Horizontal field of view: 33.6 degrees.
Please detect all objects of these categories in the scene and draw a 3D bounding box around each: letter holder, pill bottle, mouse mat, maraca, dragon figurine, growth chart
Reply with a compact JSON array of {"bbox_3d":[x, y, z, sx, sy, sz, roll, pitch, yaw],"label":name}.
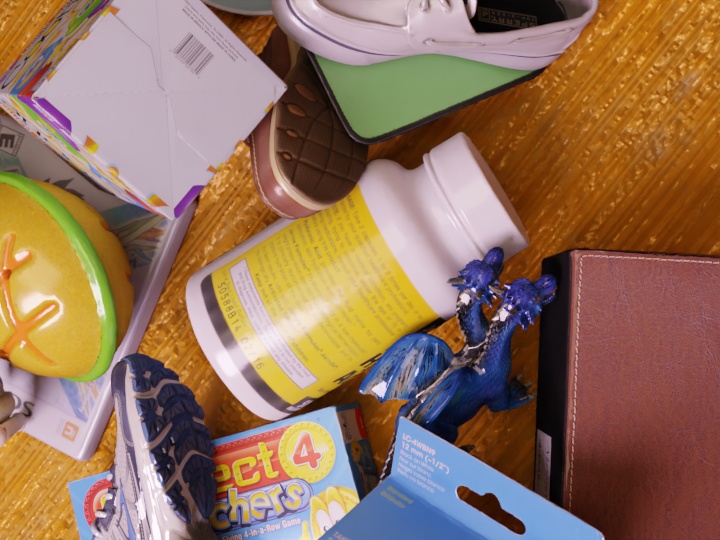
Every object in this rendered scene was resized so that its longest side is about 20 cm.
[{"bbox_3d":[0.179,0.092,0.697,0.141,0.101,0.201,3,87,-1],"label":"letter holder"},{"bbox_3d":[0.000,0.000,0.747,0.200,0.111,0.112,-32,79,12],"label":"pill bottle"},{"bbox_3d":[0.017,-0.189,0.751,0.161,0.008,0.201,-25,86,-26],"label":"mouse mat"},{"bbox_3d":[-0.226,-0.006,0.792,0.200,0.107,0.138,34,128,28],"label":"maraca"},{"bbox_3d":[0.042,0.075,0.705,0.200,0.099,0.059,-45,50,3],"label":"dragon figurine"},{"bbox_3d":[-0.275,0.028,0.789,0.018,0.145,0.200,-31,87,-10],"label":"growth chart"}]

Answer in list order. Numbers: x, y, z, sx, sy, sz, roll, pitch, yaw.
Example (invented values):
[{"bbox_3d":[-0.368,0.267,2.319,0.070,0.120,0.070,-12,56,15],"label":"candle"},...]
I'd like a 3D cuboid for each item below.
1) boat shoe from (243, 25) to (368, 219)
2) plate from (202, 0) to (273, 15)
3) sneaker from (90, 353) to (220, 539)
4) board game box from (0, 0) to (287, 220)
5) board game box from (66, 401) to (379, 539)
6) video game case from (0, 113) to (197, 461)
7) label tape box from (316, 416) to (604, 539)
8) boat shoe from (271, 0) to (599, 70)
[{"bbox_3d":[-0.041,-0.093,0.746,0.067,0.200,0.072,-36,121,28],"label":"boat shoe"},{"bbox_3d":[-0.060,-0.273,0.826,0.199,0.026,0.201,-1,86,15],"label":"plate"},{"bbox_3d":[-0.135,0.153,0.737,0.085,0.077,0.201,-16,82,18],"label":"sneaker"},{"bbox_3d":[-0.145,-0.110,0.730,0.105,0.200,0.103,43,81,-23],"label":"board game box"},{"bbox_3d":[-0.073,0.207,0.782,0.199,0.056,0.197,-18,82,14],"label":"board game box"},{"bbox_3d":[-0.233,0.007,0.858,0.182,0.022,0.201,24,93,15],"label":"video game case"},{"bbox_3d":[0.036,0.201,0.640,0.143,0.066,0.201,26,115,37],"label":"label tape box"},{"bbox_3d":[0.049,-0.161,0.715,0.199,0.066,0.072,6,73,-20],"label":"boat shoe"}]
